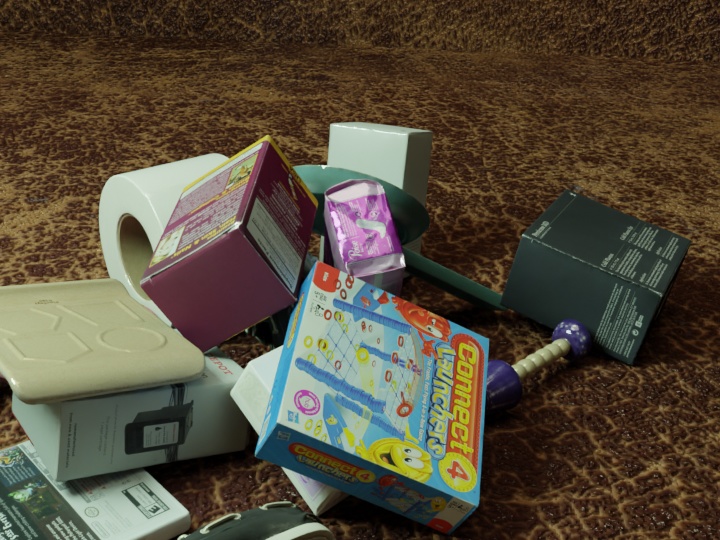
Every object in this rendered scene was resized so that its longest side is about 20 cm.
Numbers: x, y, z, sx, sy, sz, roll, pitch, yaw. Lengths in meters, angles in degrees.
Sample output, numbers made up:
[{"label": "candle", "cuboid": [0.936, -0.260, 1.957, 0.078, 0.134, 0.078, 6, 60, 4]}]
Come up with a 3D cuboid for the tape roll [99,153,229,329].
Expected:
[{"label": "tape roll", "cuboid": [-0.219, -0.032, 1.225, 0.138, 0.206, 0.202, -17, 29, -35]}]

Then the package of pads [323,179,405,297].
[{"label": "package of pads", "cuboid": [0.000, 0.000, 1.134, 0.074, 0.201, 0.122, -12, 61, -9]}]

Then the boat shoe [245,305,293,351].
[{"label": "boat shoe", "cuboid": [-0.097, 0.063, 1.117, 0.061, 0.075, 0.202, -21, 65, -13]}]

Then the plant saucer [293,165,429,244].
[{"label": "plant saucer", "cuboid": [-0.013, -0.072, 1.220, 0.197, 0.028, 0.201, 14, -19, 5]}]

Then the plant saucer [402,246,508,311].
[{"label": "plant saucer", "cuboid": [0.101, 0.009, 1.248, 0.198, 0.019, 0.070, 26, -10, -25]}]

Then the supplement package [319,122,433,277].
[{"label": "supplement package", "cuboid": [0.022, -0.098, 1.369, 0.115, 0.204, 0.117, 11, 12, 21]}]

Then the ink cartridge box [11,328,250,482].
[{"label": "ink cartridge box", "cuboid": [-0.223, 0.124, 0.972, 0.198, 0.085, 0.145, -3, 21, -36]}]

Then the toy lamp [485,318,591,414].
[{"label": "toy lamp", "cuboid": [0.189, 0.109, 1.108, 0.058, 0.059, 0.199, 21, 31, 38]}]

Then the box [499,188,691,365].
[{"label": "box", "cuboid": [0.302, 0.001, 1.257, 0.180, 0.105, 0.200, 26, 30, 18]}]

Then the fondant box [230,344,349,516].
[{"label": "fondant box", "cuboid": [-0.007, 0.126, 0.970, 0.199, 0.058, 0.145, -24, 68, -43]}]

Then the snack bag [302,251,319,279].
[{"label": "snack bag", "cuboid": [-0.096, -0.043, 1.296, 0.021, 0.201, 0.188, -38, 33, -7]}]

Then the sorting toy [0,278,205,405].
[{"label": "sorting toy", "cuboid": [-0.270, 0.067, 0.938, 0.183, 0.037, 0.199, -5, 26, -38]}]

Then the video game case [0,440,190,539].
[{"label": "video game case", "cuboid": [-0.280, 0.213, 0.890, 0.180, 0.024, 0.199, -17, 30, -37]}]

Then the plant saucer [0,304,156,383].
[{"label": "plant saucer", "cuboid": [-0.326, 0.091, 1.130, 0.197, 0.052, 0.201, 1, 22, 0]}]

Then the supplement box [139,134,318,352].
[{"label": "supplement box", "cuboid": [-0.129, -0.032, 1.030, 0.130, 0.104, 0.201, -27, 26, 21]}]

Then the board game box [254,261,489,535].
[{"label": "board game box", "cuboid": [0.019, 0.113, 0.914, 0.193, 0.056, 0.202, 24, 43, -12]}]

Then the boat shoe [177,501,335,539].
[{"label": "boat shoe", "cuboid": [-0.115, 0.232, 0.788, 0.198, 0.075, 0.060, -12, 26, -34]}]
